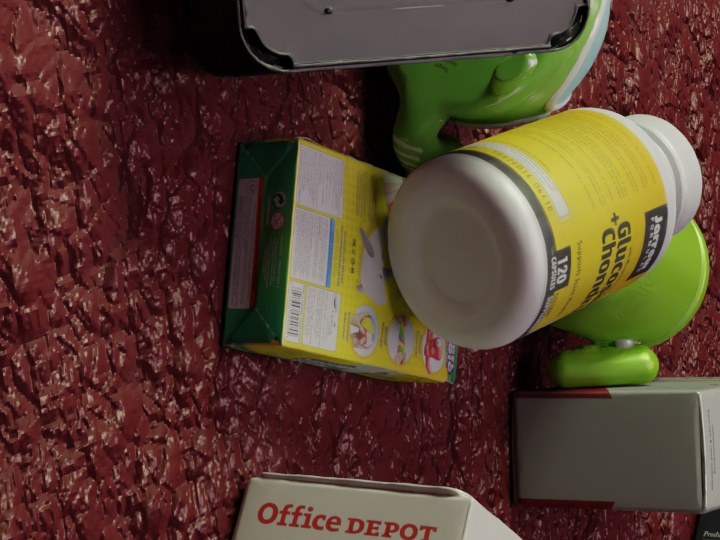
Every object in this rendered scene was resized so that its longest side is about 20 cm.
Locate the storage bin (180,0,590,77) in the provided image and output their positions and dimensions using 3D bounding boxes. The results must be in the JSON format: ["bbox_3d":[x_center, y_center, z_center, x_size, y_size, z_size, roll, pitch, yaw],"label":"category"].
[{"bbox_3d":[0.010,-0.176,0.928,0.198,0.094,0.137,-7,97,-24],"label":"storage bin"}]

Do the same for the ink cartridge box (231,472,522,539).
[{"bbox_3d":[-0.007,0.219,0.932,0.083,0.146,0.202,41,57,-50],"label":"ink cartridge box"}]

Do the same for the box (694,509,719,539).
[{"bbox_3d":[0.369,0.300,1.530,0.200,0.123,0.198,46,54,-46],"label":"box"}]

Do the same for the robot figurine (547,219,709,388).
[{"bbox_3d":[0.171,-0.009,1.236,0.199,0.115,0.177,19,62,-56],"label":"robot figurine"}]

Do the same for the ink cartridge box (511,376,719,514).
[{"bbox_3d":[0.218,0.121,1.280,0.199,0.145,0.084,0,88,-57],"label":"ink cartridge box"}]

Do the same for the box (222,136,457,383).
[{"bbox_3d":[0.000,0.000,1.037,0.199,0.048,0.119,17,75,-53],"label":"box"}]

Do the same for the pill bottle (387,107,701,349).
[{"bbox_3d":[0.116,-0.033,1.049,0.199,0.111,0.113,-22,108,-44],"label":"pill bottle"}]

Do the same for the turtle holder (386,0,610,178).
[{"bbox_3d":[0.087,-0.141,1.087,0.131,0.140,0.188,15,75,-62],"label":"turtle holder"}]
